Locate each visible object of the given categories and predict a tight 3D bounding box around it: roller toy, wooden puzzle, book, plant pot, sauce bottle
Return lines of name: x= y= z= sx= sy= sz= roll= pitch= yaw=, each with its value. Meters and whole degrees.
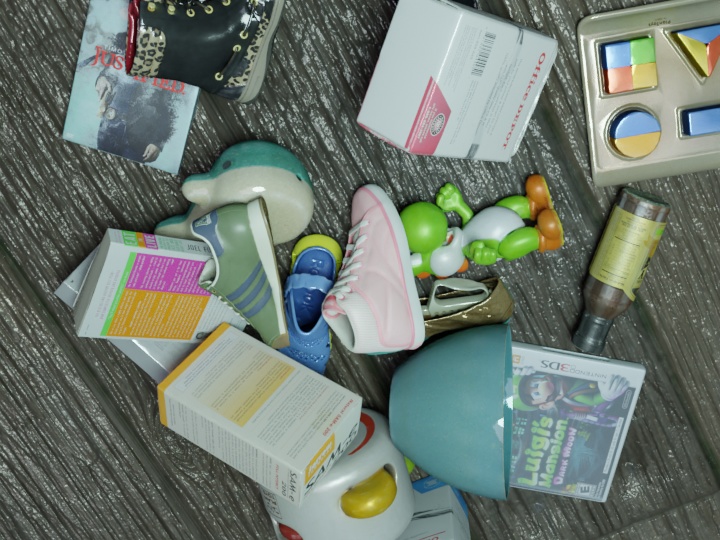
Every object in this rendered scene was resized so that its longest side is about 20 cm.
roller toy: x=-0.033 y=0.258 z=1.098 sx=0.182 sy=0.200 sz=0.140 roll=-12 pitch=108 yaw=12
wooden puzzle: x=0.347 y=-0.199 z=0.999 sx=0.184 sy=0.046 sz=0.201 roll=-9 pitch=109 yaw=5
book: x=-0.212 y=0.023 z=1.025 sx=0.199 sy=0.048 sz=0.134 roll=9 pitch=128 yaw=-33
plant pot: x=0.107 y=0.162 z=1.041 sx=0.134 sy=0.200 sz=0.201 roll=0 pitch=110 yaw=12
sauce bottle: x=0.305 y=0.003 z=1.063 sx=0.064 sy=0.065 sz=0.201 roll=16 pitch=111 yaw=-3

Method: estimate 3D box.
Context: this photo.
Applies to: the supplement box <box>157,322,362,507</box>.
supplement box: x=-0.115 y=0.161 z=1.017 sx=0.199 sy=0.126 sz=0.074 roll=27 pitch=137 yaw=19

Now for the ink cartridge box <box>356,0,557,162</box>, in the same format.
ink cartridge box: x=0.106 y=-0.197 z=0.928 sx=0.085 sy=0.200 sz=0.146 roll=34 pitch=113 yaw=34

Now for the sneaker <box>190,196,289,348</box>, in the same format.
sneaker: x=-0.135 y=0.010 z=0.990 sx=0.089 sy=0.067 sz=0.201 roll=-10 pitch=129 yaw=-4

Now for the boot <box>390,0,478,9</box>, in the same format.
boot: x=0.047 y=-0.310 z=0.907 sx=0.076 sy=0.168 sz=0.200 roll=-42 pitch=104 yaw=15

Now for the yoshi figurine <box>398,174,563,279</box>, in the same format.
yoshi figurine: x=0.126 y=-0.051 z=1.034 sx=0.199 sy=0.112 sz=0.112 roll=-17 pitch=92 yaw=10

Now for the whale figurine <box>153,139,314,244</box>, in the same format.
whale figurine: x=-0.148 y=-0.082 z=1.039 sx=0.199 sy=0.104 sz=0.159 roll=-23 pitch=147 yaw=30

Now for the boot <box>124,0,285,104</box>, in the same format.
boot: x=-0.164 y=-0.283 z=0.949 sx=0.150 sy=0.073 sz=0.201 roll=3 pitch=119 yaw=-28

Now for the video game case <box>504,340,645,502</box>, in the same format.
video game case: x=0.255 y=0.199 z=1.154 sx=0.181 sy=0.023 sz=0.201 roll=10 pitch=109 yaw=-1

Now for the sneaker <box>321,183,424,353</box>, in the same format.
sneaker: x=0.000 y=0.000 z=1.017 sx=0.104 sy=0.075 sz=0.201 roll=-10 pitch=80 yaw=-23

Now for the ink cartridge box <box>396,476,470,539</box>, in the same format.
ink cartridge box: x=0.076 y=0.347 z=1.119 sx=0.115 sy=0.200 sz=0.067 roll=-23 pitch=106 yaw=10

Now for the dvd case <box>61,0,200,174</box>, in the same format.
dvd case: x=-0.254 y=-0.226 z=1.025 sx=0.145 sy=0.022 sz=0.201 roll=18 pitch=108 yaw=-4

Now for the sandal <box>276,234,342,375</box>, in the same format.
sandal: x=-0.069 y=0.060 z=1.085 sx=0.079 sy=0.087 sz=0.201 roll=5 pitch=111 yaw=-2

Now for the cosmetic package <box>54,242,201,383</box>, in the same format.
cosmetic package: x=-0.268 y=0.061 z=1.090 sx=0.200 sy=0.083 sz=0.051 roll=44 pitch=141 yaw=-12

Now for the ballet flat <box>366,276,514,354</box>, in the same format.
ballet flat: x=0.087 y=0.046 z=1.079 sx=0.199 sy=0.068 sz=0.073 roll=-11 pitch=123 yaw=4
